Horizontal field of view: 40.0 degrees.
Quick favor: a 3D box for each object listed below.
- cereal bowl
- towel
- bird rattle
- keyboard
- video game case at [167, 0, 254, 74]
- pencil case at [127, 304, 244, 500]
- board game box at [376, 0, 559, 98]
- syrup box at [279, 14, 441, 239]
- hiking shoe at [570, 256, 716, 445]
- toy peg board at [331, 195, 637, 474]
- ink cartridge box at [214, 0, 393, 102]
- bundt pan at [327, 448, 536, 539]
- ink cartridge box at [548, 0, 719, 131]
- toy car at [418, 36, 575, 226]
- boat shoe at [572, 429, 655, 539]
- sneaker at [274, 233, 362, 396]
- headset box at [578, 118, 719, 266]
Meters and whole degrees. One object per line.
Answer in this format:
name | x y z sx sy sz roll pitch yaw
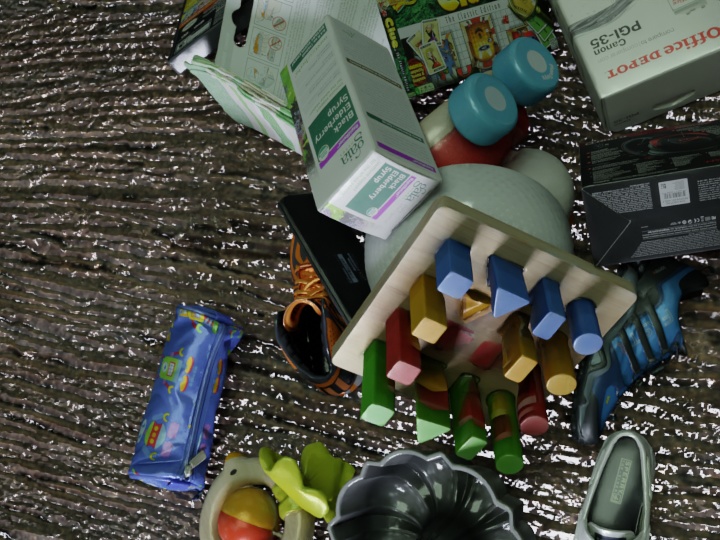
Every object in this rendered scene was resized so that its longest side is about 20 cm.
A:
cereal bowl | 0.100 0.003 0.914 0.200 0.200 0.083 -12 42 15
towel | -0.084 -0.152 1.057 0.200 0.153 0.023 31 83 22
bird rattle | -0.089 0.264 0.985 0.163 0.113 0.200 15 92 34
keyboard | 0.000 0.000 1.012 0.021 0.127 0.200 -47 64 38
video game case | -0.128 -0.325 1.127 0.200 0.026 0.181 -30 34 21
pencil case | -0.181 0.136 1.043 0.087 0.078 0.200 -1 72 49
board game box | 0.113 -0.250 1.003 0.200 0.023 0.105 -24 98 -30
syrup box | -0.004 -0.132 0.892 0.079 0.081 0.200 -46 40 30
hiking shoe | 0.256 0.074 0.916 0.087 0.074 0.200 21 87 15
toy peg board | 0.105 0.072 0.848 0.199 0.200 0.098 -56 20 34
ink cartridge box | -0.047 -0.245 1.053 0.200 0.050 0.162 23 127 7
bundt pan | 0.073 0.254 0.900 0.202 0.076 0.202 2 95 30
ink cartridge box | 0.280 -0.264 1.003 0.146 0.083 0.200 -22 68 12
toy car | 0.137 -0.082 0.962 0.200 0.177 0.184 49 137 -3
boat shoe | 0.219 0.239 0.882 0.074 0.065 0.200 4 75 20
sneaker | -0.043 0.024 1.011 0.078 0.112 0.200 -18 69 13
headset box | 0.278 -0.079 0.900 0.149 0.200 0.075 -9 107 14
